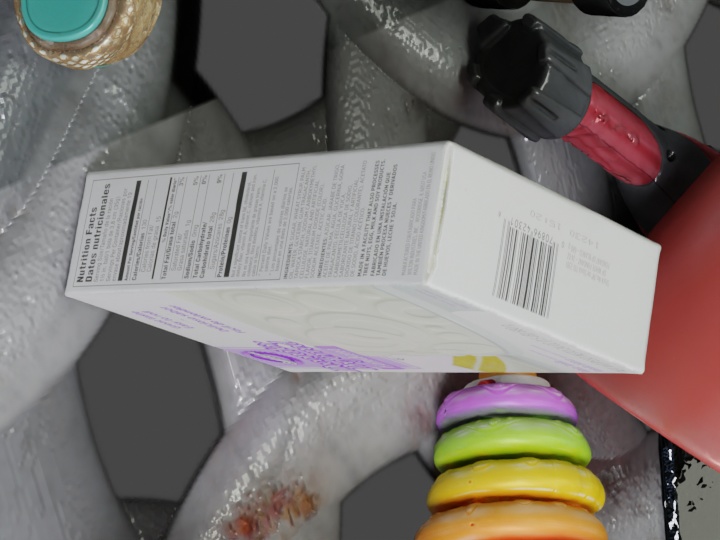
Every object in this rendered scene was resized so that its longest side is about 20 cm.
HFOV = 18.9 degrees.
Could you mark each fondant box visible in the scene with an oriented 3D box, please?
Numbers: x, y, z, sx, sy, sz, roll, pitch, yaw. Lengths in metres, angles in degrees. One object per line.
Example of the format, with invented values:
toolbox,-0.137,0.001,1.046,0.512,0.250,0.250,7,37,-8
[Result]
fondant box,0.000,0.000,0.881,0.144,0.199,0.059,22,73,-46

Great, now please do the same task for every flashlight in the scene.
flashlight,0.137,-0.064,1.142,0.200,0.067,0.068,30,69,-45

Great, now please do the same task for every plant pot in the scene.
plant pot,0.223,0.019,1.095,0.200,0.200,0.178,27,96,-44

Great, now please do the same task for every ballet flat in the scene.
ballet flat,-0.107,-0.178,0.886,0.065,0.070,0.201,29,67,-73

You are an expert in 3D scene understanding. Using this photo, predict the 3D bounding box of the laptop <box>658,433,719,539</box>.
laptop,0.247,0.169,1.296,0.199,0.103,0.179,-5,91,-23

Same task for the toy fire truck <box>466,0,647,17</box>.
toy fire truck,0.059,-0.234,1.040,0.175,0.128,0.201,7,92,-48

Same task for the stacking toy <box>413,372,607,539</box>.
stacking toy,0.074,0.092,1.050,0.110,0.116,0.201,23,60,-48
